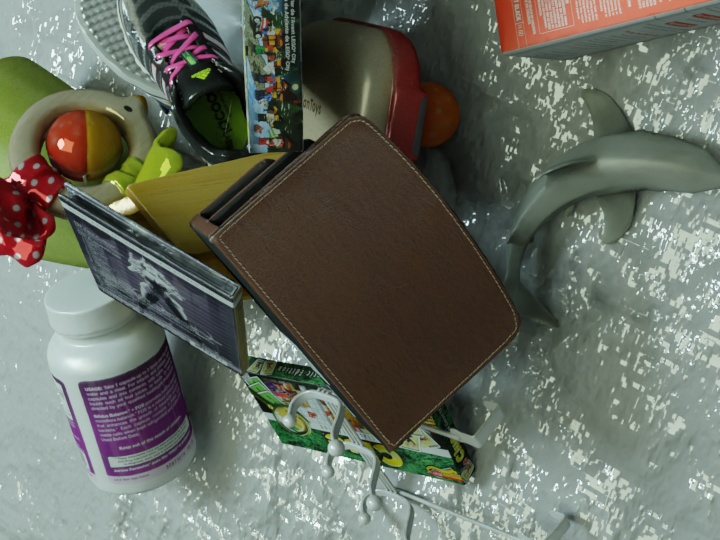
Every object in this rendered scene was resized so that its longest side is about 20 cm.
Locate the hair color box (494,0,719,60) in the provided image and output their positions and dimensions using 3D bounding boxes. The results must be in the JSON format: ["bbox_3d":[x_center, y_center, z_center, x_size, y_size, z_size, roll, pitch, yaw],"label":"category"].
[{"bbox_3d":[0.200,-0.193,0.789,0.199,0.101,0.062,-7,92,36],"label":"hair color box"}]

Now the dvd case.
[{"bbox_3d":[-0.153,0.013,0.906,0.148,0.200,0.016,30,71,8],"label":"dvd case"}]

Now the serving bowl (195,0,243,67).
[{"bbox_3d":[-0.134,-0.260,0.995,0.199,0.200,0.066,14,69,34],"label":"serving bowl"}]

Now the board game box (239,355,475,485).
[{"bbox_3d":[-0.006,0.126,0.996,0.199,0.024,0.105,6,140,36],"label":"board game box"}]

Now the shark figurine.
[{"bbox_3d":[0.144,-0.049,0.860,0.214,0.089,0.128,-44,69,30],"label":"shark figurine"}]

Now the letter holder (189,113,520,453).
[{"bbox_3d":[0.000,0.000,0.834,0.142,0.101,0.200,-41,106,-7],"label":"letter holder"}]

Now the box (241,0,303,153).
[{"bbox_3d":[-0.065,-0.181,0.822,0.037,0.200,0.137,-2,116,-6],"label":"box"}]

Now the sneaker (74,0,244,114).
[{"bbox_3d":[-0.163,-0.178,1.027,0.200,0.079,0.079,37,84,-7],"label":"sneaker"}]

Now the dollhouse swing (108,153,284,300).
[{"bbox_3d":[-0.100,0.026,0.960,0.200,0.181,0.177,136,116,-67],"label":"dollhouse swing"}]

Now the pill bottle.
[{"bbox_3d":[-0.229,0.101,1.099,0.112,0.112,0.201,12,126,35],"label":"pill bottle"}]

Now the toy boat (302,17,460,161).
[{"bbox_3d":[0.017,-0.127,0.922,0.200,0.130,0.131,-143,60,-63],"label":"toy boat"}]

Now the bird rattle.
[{"bbox_3d":[-0.246,-0.084,1.020,0.113,0.199,0.164,90,171,-60],"label":"bird rattle"}]

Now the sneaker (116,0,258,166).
[{"bbox_3d":[-0.132,-0.159,0.948,0.074,0.087,0.201,-30,92,-8],"label":"sneaker"}]

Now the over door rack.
[{"bbox_3d":[0.044,0.166,0.924,0.199,0.067,0.148,0,135,40],"label":"over door rack"}]

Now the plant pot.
[{"bbox_3d":[-0.277,-0.081,1.123,0.199,0.187,0.188,25,111,14],"label":"plant pot"}]
